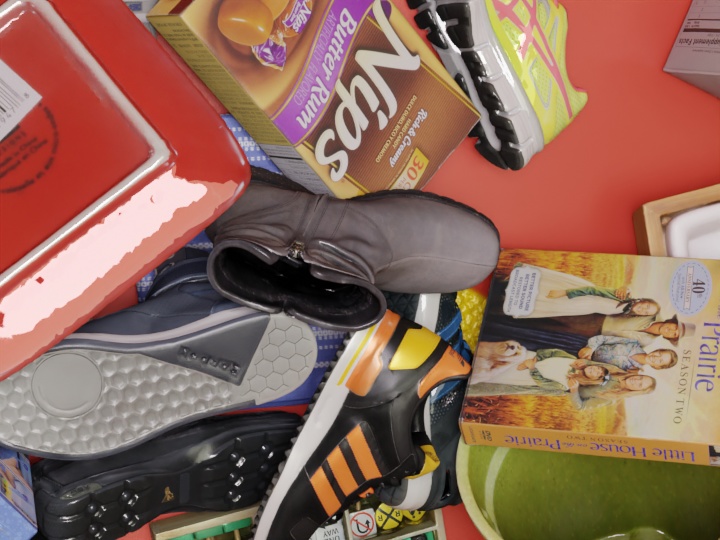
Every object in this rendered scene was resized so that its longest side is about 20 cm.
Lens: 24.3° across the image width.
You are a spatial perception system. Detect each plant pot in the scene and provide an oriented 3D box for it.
[{"bbox_3d":[0.177,0.177,1.119,0.200,0.200,0.184,-28,135,-11],"label":"plant pot"}]

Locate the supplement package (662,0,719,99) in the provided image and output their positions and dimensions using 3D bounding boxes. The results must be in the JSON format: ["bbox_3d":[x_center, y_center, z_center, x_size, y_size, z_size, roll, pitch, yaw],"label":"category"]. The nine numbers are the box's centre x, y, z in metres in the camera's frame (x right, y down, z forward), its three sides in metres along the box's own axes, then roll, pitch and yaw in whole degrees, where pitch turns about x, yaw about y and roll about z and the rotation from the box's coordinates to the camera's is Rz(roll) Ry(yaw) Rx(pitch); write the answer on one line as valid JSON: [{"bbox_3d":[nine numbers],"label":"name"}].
[{"bbox_3d":[0.341,-0.143,1.139,0.200,0.156,0.111,24,91,-20],"label":"supplement package"}]

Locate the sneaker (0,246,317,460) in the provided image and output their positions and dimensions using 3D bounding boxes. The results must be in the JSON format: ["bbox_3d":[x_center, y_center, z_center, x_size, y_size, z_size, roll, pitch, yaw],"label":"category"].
[{"bbox_3d":[-0.139,0.046,1.009,0.202,0.146,0.077,-9,110,-13],"label":"sneaker"}]

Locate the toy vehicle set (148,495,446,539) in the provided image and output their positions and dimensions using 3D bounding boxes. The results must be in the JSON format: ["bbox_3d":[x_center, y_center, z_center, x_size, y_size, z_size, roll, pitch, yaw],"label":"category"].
[{"bbox_3d":[-0.037,0.209,1.148,0.200,0.027,0.125,-14,103,-15],"label":"toy vehicle set"}]

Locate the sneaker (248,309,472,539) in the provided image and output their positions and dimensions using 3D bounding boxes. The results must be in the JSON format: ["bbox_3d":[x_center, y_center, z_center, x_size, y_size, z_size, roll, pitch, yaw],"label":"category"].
[{"bbox_3d":[-0.001,0.123,1.054,0.090,0.070,0.200,26,106,3],"label":"sneaker"}]

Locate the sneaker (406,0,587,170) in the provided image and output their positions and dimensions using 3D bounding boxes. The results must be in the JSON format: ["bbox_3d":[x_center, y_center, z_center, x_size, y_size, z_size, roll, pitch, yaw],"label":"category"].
[{"bbox_3d":[0.092,-0.173,1.106,0.090,0.078,0.200,-29,111,-22],"label":"sneaker"}]

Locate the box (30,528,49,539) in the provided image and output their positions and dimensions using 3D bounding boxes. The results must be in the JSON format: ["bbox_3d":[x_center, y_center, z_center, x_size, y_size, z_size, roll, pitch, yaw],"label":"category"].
[{"bbox_3d":[-0.248,0.183,0.985,0.164,0.200,0.086,33,90,-20],"label":"box"}]

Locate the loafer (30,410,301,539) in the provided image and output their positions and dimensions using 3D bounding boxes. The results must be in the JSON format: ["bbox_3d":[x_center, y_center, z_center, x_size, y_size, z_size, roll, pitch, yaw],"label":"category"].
[{"bbox_3d":[-0.123,0.124,1.085,0.200,0.070,0.068,-13,124,-31],"label":"loafer"}]

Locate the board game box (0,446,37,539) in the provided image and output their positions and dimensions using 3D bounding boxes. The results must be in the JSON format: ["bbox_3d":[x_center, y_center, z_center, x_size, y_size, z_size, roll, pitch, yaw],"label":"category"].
[{"bbox_3d":[-0.249,0.081,0.967,0.034,0.200,0.135,-42,108,-1],"label":"board game box"}]

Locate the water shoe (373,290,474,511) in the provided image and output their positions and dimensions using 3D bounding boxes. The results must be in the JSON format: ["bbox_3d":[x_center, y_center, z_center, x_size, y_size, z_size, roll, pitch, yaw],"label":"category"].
[{"bbox_3d":[0.045,0.061,1.127,0.079,0.071,0.200,6,88,-38],"label":"water shoe"}]

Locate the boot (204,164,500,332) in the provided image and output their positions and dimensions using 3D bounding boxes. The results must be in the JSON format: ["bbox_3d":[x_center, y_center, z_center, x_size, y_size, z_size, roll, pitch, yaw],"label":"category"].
[{"bbox_3d":[0.000,0.000,0.994,0.200,0.132,0.070,6,113,-14],"label":"boot"}]

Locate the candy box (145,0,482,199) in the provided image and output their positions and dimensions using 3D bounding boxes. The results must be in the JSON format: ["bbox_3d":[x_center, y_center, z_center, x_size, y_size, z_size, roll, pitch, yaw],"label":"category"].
[{"bbox_3d":[-0.025,-0.128,1.057,0.117,0.056,0.200,-51,119,-17],"label":"candy box"}]

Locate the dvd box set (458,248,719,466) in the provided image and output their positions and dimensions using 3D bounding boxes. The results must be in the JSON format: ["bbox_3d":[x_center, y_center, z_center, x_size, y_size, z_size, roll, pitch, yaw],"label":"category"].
[{"bbox_3d":[0.175,0.054,1.079,0.029,0.200,0.147,70,30,-50],"label":"dvd box set"}]

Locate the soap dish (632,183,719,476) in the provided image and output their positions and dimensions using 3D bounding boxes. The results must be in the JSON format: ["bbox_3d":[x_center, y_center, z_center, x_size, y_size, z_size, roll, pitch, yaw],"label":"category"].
[{"bbox_3d":[0.277,0.029,1.188,0.157,0.081,0.200,-15,103,-15],"label":"soap dish"}]

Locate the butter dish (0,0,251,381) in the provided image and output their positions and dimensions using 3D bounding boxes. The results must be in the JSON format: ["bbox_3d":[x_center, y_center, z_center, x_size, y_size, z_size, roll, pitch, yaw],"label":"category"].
[{"bbox_3d":[-0.185,-0.050,0.948,0.200,0.148,0.200,-39,78,-7],"label":"butter dish"}]

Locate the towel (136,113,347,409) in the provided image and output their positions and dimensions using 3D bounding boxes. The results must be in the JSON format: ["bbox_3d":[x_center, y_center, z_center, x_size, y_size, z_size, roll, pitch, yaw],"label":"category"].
[{"bbox_3d":[-0.078,-0.004,1.105,0.145,0.024,0.200,-6,99,-15],"label":"towel"}]

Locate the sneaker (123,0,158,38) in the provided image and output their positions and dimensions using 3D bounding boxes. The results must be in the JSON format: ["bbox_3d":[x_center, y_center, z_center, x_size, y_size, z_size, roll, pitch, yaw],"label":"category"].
[{"bbox_3d":[-0.213,-0.124,1.010,0.200,0.075,0.082,-11,101,-16],"label":"sneaker"}]

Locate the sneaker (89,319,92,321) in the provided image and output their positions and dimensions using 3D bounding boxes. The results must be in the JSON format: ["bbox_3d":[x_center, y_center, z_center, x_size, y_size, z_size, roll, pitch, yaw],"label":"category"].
[{"bbox_3d":[-0.215,0.008,1.039,0.088,0.074,0.200,-40,115,-13],"label":"sneaker"}]
